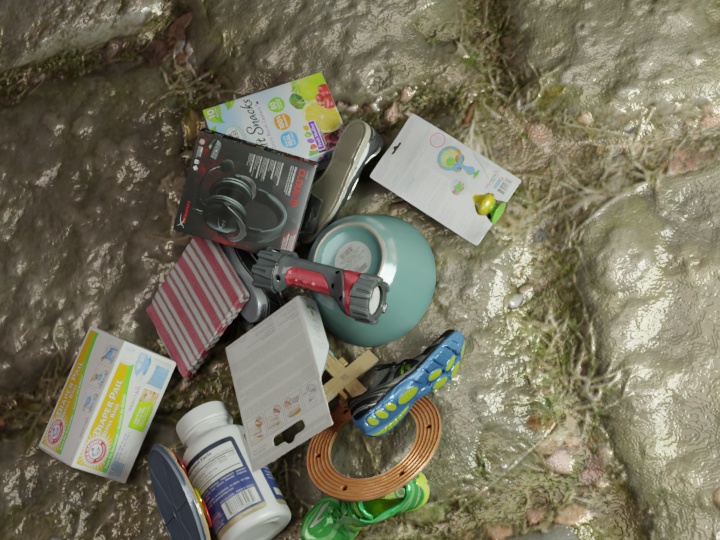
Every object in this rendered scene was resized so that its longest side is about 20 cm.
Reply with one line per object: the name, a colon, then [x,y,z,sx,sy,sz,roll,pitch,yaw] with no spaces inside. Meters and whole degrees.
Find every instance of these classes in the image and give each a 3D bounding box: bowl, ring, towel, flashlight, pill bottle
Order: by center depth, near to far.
ring: [0.019,0.240,1.603,0.198,0.019,0.202,-17,35,12]
flashlight: [-0.059,0.022,1.608,0.198,0.068,0.069,12,108,26]
pill bottle: [-0.189,0.293,1.671,0.111,0.111,0.201,-36,64,9]
bowl: [0.000,0.000,1.684,0.198,0.105,0.204,-7,72,22]
towel: [-0.248,0.049,1.776,0.201,0.030,0.147,-51,58,29]

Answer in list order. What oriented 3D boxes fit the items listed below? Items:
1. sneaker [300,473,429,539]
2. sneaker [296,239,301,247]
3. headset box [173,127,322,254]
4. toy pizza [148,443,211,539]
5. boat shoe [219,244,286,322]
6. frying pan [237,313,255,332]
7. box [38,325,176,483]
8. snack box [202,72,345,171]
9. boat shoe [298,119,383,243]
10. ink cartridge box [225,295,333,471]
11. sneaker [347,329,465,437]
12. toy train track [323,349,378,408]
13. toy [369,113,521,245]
sneaker: [-0.004,0.322,1.598,0.198,0.083,0.075,-28,66,13]
sneaker: [-0.162,-0.099,1.807,0.090,0.075,0.200,-42,69,-4]
headset box: [-0.157,-0.107,1.695,0.197,0.077,0.151,17,99,-3]
toy pizza: [-0.250,0.340,1.660,0.031,0.201,0.201,-19,60,-26]
boat shoe: [-0.177,-0.001,1.769,0.199,0.067,0.074,46,129,37]
frying pan: [-0.150,0.138,1.744,0.189,0.031,0.116,32,85,29]
box: [-0.384,0.204,1.767,0.101,0.112,0.202,15,81,44]
snack box: [-0.127,-0.209,1.792,0.197,0.053,0.144,-19,65,-8]
boat shoe: [-0.026,-0.124,1.742,0.072,0.062,0.202,30,94,44]
ink cartridge box: [-0.106,0.162,1.648,0.160,0.050,0.202,-34,60,29]
sneaker: [0.063,0.144,1.615,0.199,0.071,0.083,-39,48,-11]
toy train track: [-0.050,0.135,1.692,0.114,0.033,0.200,-35,63,-22]
toy: [0.126,-0.129,1.703,0.199,0.047,0.116,34,86,24]
